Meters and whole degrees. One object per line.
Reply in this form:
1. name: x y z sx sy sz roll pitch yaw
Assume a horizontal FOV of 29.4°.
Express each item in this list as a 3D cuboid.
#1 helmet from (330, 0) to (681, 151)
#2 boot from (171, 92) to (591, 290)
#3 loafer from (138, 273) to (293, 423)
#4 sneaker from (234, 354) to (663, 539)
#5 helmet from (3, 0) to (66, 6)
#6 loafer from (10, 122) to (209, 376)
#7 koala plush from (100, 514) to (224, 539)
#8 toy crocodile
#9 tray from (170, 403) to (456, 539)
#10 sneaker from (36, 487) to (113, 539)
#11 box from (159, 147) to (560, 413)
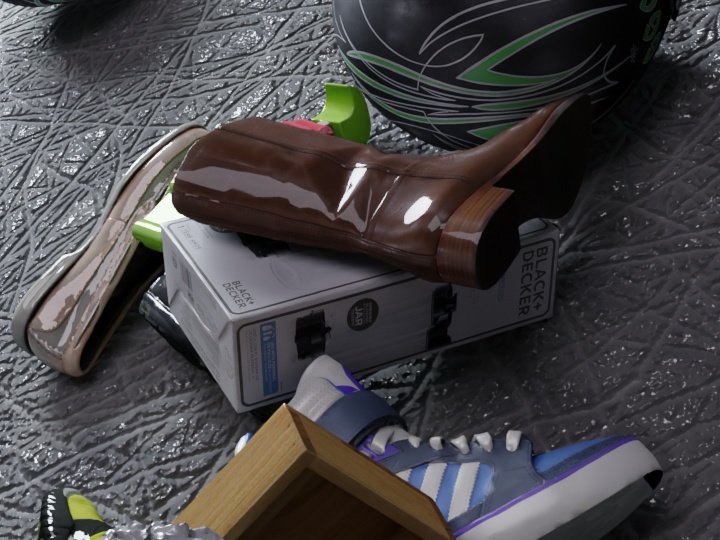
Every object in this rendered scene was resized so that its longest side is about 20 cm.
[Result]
1. helmet: 0.084 -0.165 0.860 0.190 0.201 0.199 -39 40 -22
2. boot: 0.013 -0.064 0.770 0.198 0.065 0.186 12 32 28
3. loafer: -0.066 0.039 0.824 0.070 0.068 0.200 -48 38 -9
4. sneaker: 0.028 0.089 0.673 0.199 0.081 0.147 -30 64 7
5. helmet: -0.300 -0.340 1.263 0.198 0.192 0.200 -18 1 0
6. loafer: -0.151 -0.012 0.942 0.063 0.072 0.200 30 72 29
7. koala plush: -0.026 0.178 0.523 0.198 0.178 0.185 14 38 -6
8. toy crocodile: -0.067 -0.065 0.921 0.199 0.062 0.067 -31 34 -33
9. tray: -0.062 0.157 0.594 0.200 0.098 0.037 -46 35 11
10. sneaker: -0.130 0.181 0.725 0.076 0.076 0.200 3 20 -24
11. box: 0.000 0.000 0.776 0.198 0.061 0.117 -16 35 -22
